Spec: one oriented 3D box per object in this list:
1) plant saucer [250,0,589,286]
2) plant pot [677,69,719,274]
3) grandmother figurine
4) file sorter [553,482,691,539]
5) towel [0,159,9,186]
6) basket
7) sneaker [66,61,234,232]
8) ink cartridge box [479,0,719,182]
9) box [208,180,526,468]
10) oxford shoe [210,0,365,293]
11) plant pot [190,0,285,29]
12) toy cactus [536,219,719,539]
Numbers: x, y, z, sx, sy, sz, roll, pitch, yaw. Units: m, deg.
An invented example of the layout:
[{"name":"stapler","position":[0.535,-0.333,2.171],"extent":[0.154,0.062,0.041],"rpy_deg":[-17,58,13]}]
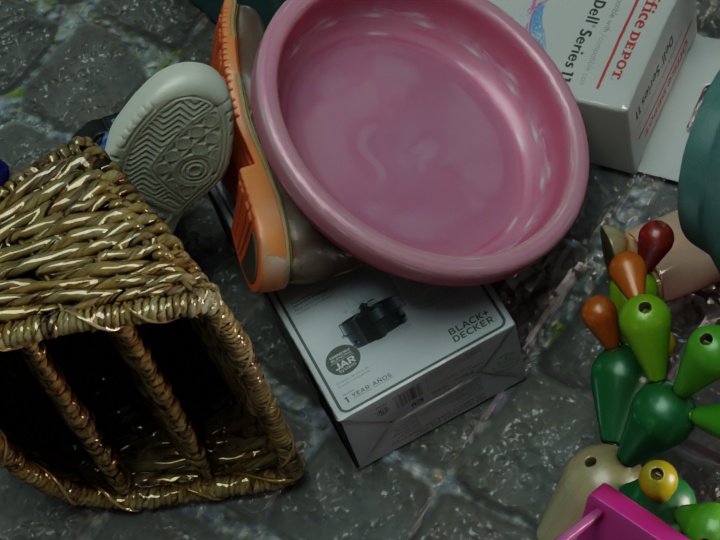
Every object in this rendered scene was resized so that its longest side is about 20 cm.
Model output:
[{"name":"plant saucer","position":[0.029,-0.075,1.096],"extent":[0.199,0.051,0.202],"rpy_deg":[12,57,-19]},{"name":"plant pot","position":[0.243,-0.046,0.991],"extent":[0.133,0.201,0.201],"rpy_deg":[24,66,30]},{"name":"grandmother figurine","position":[0.237,-0.031,1.115],"extent":[0.198,0.061,0.122],"rpy_deg":[-19,51,-2]},{"name":"file sorter","position":[0.141,0.227,0.896],"extent":[0.199,0.140,0.125],"rpy_deg":[33,42,29]},{"name":"towel","position":[-0.301,0.014,1.222],"extent":[0.146,0.050,0.202],"rpy_deg":[3,58,7]},{"name":"basket","position":[-0.140,0.059,1.058],"extent":[0.142,0.201,0.149],"rpy_deg":[-35,57,-12]},{"name":"sneaker","position":[-0.128,-0.070,1.152],"extent":[0.076,0.201,0.112],"rpy_deg":[1,49,-19]},{"name":"ink cartridge box","position":[0.131,-0.134,1.198],"extent":[0.198,0.068,0.118],"rpy_deg":[16,62,22]},{"name":"box","position":[0.000,0.000,1.148],"extent":[0.116,0.060,0.201],"rpy_deg":[-29,57,-6]},{"name":"oxford shoe","position":[-0.045,-0.074,1.139],"extent":[0.072,0.072,0.202],"rpy_deg":[-5,58,-14]},{"name":"plant pot","position":[-0.068,-0.241,1.278],"extent":[0.141,0.142,0.201],"rpy_deg":[-33,64,-9]},{"name":"toy cactus","position":[0.150,0.086,1.015],"extent":[0.101,0.166,0.201],"rpy_deg":[10,40,-30]}]
